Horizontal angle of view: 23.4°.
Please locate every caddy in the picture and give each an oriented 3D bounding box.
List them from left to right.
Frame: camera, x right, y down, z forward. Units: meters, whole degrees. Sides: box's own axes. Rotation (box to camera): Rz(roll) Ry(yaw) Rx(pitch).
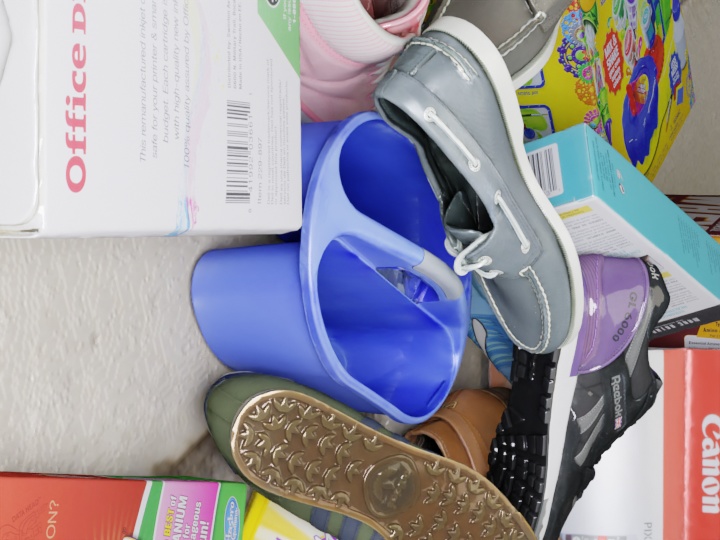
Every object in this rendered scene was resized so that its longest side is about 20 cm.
[{"bbox_3d":[0.000,0.000,0.912,0.200,0.104,0.142,38,58,-58],"label":"caddy"}]

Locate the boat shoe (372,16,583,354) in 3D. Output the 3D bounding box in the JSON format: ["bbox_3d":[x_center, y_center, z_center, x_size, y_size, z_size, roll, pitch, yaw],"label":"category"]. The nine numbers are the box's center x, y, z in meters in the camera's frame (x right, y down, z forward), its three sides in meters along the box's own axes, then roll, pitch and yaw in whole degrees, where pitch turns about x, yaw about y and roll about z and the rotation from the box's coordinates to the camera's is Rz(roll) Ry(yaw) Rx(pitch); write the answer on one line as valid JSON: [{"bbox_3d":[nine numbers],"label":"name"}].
[{"bbox_3d":[0.058,-0.030,0.888,0.062,0.073,0.201,-40,126,-27],"label":"boat shoe"}]

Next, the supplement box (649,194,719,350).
[{"bbox_3d":[0.237,0.054,1.289,0.133,0.196,0.201,-29,117,-60],"label":"supplement box"}]

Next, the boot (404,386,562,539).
[{"bbox_3d":[0.079,0.176,1.105,0.155,0.076,0.201,-15,100,-67],"label":"boot"}]

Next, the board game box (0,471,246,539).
[{"bbox_3d":[-0.121,0.165,0.752,0.200,0.040,0.154,14,78,-63],"label":"board game box"}]

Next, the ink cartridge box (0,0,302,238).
[{"bbox_3d":[-0.106,-0.087,0.719,0.200,0.087,0.146,-5,95,-65],"label":"ink cartridge box"}]

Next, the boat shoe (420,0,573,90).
[{"bbox_3d":[0.093,-0.168,0.957,0.202,0.072,0.060,-49,158,-27],"label":"boat shoe"}]

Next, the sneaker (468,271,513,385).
[{"bbox_3d":[0.100,0.027,1.125,0.078,0.090,0.201,-47,123,-30],"label":"sneaker"}]

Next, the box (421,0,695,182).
[{"bbox_3d":[0.126,-0.148,1.144,0.200,0.121,0.193,-54,137,-48],"label":"box"}]

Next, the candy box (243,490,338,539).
[{"bbox_3d":[0.023,0.184,0.897,0.026,0.199,0.103,118,-5,-51],"label":"candy box"}]

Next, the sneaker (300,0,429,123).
[{"bbox_3d":[0.002,-0.123,0.916,0.200,0.104,0.076,34,59,-60],"label":"sneaker"}]

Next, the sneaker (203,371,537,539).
[{"bbox_3d":[0.002,0.107,0.881,0.200,0.090,0.067,34,85,-27],"label":"sneaker"}]

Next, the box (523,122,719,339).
[{"bbox_3d":[0.145,-0.016,1.029,0.200,0.082,0.049,32,47,-50],"label":"box"}]

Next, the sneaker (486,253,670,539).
[{"bbox_3d":[0.133,0.087,1.006,0.076,0.087,0.201,-122,-144,-57],"label":"sneaker"}]

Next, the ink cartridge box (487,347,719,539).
[{"bbox_3d":[0.184,0.133,1.184,0.050,0.199,0.163,-4,95,-63],"label":"ink cartridge box"}]
